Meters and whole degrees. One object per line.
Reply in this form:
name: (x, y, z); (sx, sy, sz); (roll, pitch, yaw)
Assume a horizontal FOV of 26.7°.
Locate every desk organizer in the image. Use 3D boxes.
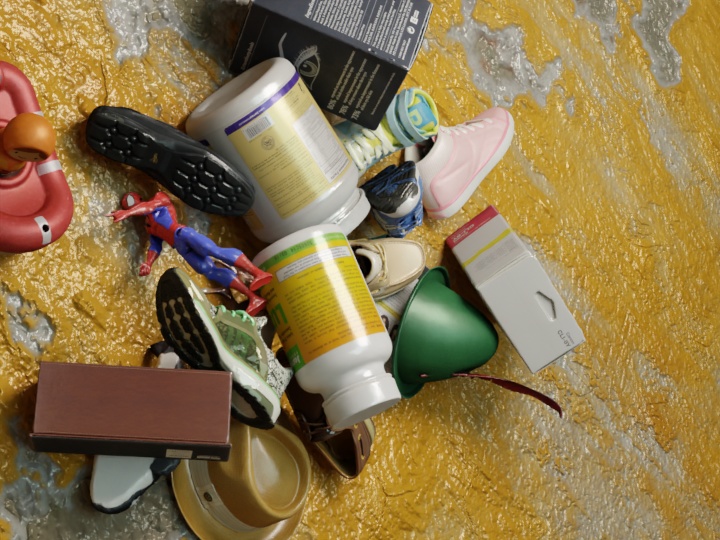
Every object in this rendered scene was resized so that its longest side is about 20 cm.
desk organizer: (-0.228, 0.143, 1.532); (0.197, 0.072, 0.078); (4, 71, -6)

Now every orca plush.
orca plush: (-0.232, 0.173, 1.612); (0.104, 0.071, 0.202); (3, 60, 4)

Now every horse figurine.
horse figurine: (-0.132, 0.061, 1.663); (0.132, 0.050, 0.201); (30, 39, -25)

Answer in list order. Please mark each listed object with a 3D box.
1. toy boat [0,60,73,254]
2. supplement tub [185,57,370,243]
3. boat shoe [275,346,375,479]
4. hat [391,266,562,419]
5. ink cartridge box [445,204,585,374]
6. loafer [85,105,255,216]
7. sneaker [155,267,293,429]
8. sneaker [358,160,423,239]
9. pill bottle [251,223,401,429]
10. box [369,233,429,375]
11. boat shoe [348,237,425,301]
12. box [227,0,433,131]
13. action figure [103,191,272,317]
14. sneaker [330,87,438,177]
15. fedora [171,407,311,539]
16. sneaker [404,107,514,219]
toy boat: (-0.347, -0.118, 1.508); (0.130, 0.130, 0.202); (-23, 96, -42)
supplement tub: (-0.091, -0.123, 1.730); (0.146, 0.145, 0.201); (-47, 112, -38)
boat shoe: (-0.038, 0.161, 1.727); (0.068, 0.071, 0.201); (-83, 152, -43)
hat: (0.154, 0.096, 1.846); (0.200, 0.174, 0.168); (-15, 118, -66)
ink cartridge box: (0.193, 0.021, 1.917); (0.083, 0.200, 0.146); (-34, 109, 4)
loafer: (-0.203, -0.124, 1.653); (0.199, 0.068, 0.071); (27, 22, -12)
sneaker: (-0.137, 0.068, 1.570); (0.201, 0.076, 0.089); (57, 47, -23)
sneaker: (0.050, -0.082, 1.821); (0.075, 0.200, 0.077); (-35, 98, 1)
pill bottle: (-0.032, 0.062, 1.630); (0.110, 0.111, 0.202); (-12, 73, -42)
box: (0.014, 0.063, 1.847); (0.082, 0.049, 0.202); (38, 58, -29)
boat shoe: (0.000, 0.000, 1.779); (0.198, 0.069, 0.075); (-14, 84, -29)
box: (-0.038, -0.272, 1.763); (0.198, 0.148, 0.105); (23, 61, -7)
action figure: (-0.198, -0.017, 1.612); (0.199, 0.066, 0.099); (38, 44, 24)
sneaker: (0.018, -0.163, 1.848); (0.200, 0.130, 0.080); (-47, 113, -38)
fedora: (-0.115, 0.217, 1.674); (0.199, 0.081, 0.203); (12, 72, -40)
sneaker: (0.126, -0.170, 1.983); (0.105, 0.075, 0.201); (53, 55, -26)
